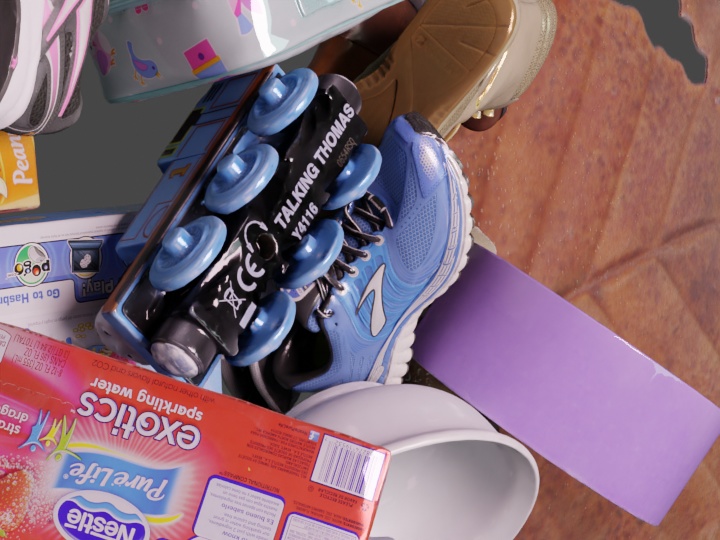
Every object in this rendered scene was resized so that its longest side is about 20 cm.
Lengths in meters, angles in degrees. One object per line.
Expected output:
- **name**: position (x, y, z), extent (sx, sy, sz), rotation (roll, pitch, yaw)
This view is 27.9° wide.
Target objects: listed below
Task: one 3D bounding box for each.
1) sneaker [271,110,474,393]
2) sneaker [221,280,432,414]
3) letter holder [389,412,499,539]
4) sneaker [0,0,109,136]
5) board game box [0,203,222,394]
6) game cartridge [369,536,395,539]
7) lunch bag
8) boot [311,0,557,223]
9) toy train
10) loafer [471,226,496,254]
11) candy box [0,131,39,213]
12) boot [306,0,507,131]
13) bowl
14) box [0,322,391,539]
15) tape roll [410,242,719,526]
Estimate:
- **sneaker**: position (0.000, 0.000, 0.840), extent (0.088, 0.079, 0.201), rotation (-4, 128, -33)
- **sneaker**: position (-0.030, 0.053, 0.957), extent (0.199, 0.075, 0.117), rotation (22, 83, -44)
- **letter holder**: position (0.037, 0.208, 0.983), extent (0.142, 0.099, 0.202), rotation (-31, 117, -69)
- **sneaker**: position (-0.158, -0.160, 0.701), extent (0.086, 0.080, 0.202), rotation (18, 83, -65)
- **board game box**: position (-0.162, 0.068, 0.794), extent (0.199, 0.055, 0.198), rotation (-9, 99, -51)
- **game cartridge**: position (-0.065, 0.230, 0.784), extent (0.132, 0.040, 0.202), rotation (8, 114, -33)
- **lunch bag**: position (-0.051, -0.165, 0.832), extent (0.200, 0.159, 0.078), rotation (-35, 110, -43)
- **boot**: position (0.040, -0.106, 0.934), extent (0.073, 0.200, 0.155), rotation (45, 20, 8)
- **toy train**: position (-0.068, -0.025, 0.771), extent (0.087, 0.114, 0.201), rotation (48, 54, -29)
- **loafer**: position (0.052, -0.010, 1.028), extent (0.069, 0.075, 0.200), rotation (-62, 152, -7)
- **candy box**: position (-0.224, -0.124, 0.705), extent (0.115, 0.055, 0.203), rotation (-12, 101, -51)
- **boot**: position (0.017, -0.096, 1.002), extent (0.188, 0.068, 0.201), rotation (51, 58, -48)
- **bowl**: position (-0.001, 0.130, 0.860), extent (0.199, 0.091, 0.202), rotation (-19, 142, -15)
- **box**: position (-0.094, 0.107, 0.674), extent (0.096, 0.198, 0.101), rotation (104, 3, -73)
- **tape roll**: position (0.131, 0.072, 0.936), extent (0.200, 0.200, 0.085), rotation (33, 91, -47)
